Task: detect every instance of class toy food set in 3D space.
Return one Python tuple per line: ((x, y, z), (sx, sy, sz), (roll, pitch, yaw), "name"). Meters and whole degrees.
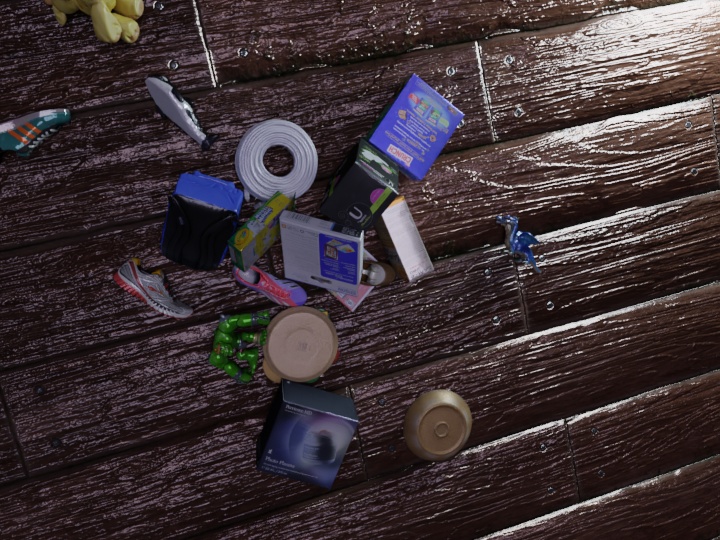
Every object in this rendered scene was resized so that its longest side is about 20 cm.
((-0.149, 0.188, 1.506), (0.196, 0.049, 0.202), (-2, 96, -12), "toy food set")

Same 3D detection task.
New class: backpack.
((-0.361, -0.110, 1.373), (0.161, 0.168, 0.201), (19, 124, -10), "backpack")

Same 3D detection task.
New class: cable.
((-0.202, -0.263, 1.436), (0.198, 0.069, 0.202), (-17, 99, -10), "cable")

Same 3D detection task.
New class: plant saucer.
((0.215, 0.427, 1.616), (0.198, 0.035, 0.202), (-1, 97, -12), "plant saucer")

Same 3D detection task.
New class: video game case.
((-0.047, -0.012, 1.522), (0.200, 0.017, 0.143), (42, 87, -13), "video game case")

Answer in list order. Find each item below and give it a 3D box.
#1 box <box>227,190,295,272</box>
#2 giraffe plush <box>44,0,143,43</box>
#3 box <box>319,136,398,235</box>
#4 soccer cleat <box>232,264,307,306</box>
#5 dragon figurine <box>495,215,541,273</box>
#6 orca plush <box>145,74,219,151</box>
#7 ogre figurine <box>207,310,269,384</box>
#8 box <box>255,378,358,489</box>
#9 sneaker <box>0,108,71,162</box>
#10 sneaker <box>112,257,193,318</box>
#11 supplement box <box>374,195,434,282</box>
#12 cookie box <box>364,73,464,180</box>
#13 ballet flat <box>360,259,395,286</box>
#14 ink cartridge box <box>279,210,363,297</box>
((-0.223, -0.099, 1.390), (0.048, 0.118, 0.200), (38, 66, 11), "box")
((-0.594, -0.590, 1.286), (0.161, 0.200, 0.174), (13, 97, 16), "giraffe plush")
((0.001, -0.196, 1.400), (0.124, 0.200, 0.149), (34, 115, -13), "box")
((-0.222, 0.038, 1.459), (0.199, 0.076, 0.067), (28, 91, -12), "soccer cleat")
((0.439, -0.071, 1.600), (0.199, 0.059, 0.100), (31, 89, -12), "dragon figurine")
((-0.402, -0.379, 1.381), (0.200, 0.105, 0.071), (39, 53, -3), "orca plush")
((-0.300, 0.182, 1.450), (0.119, 0.099, 0.201), (14, 131, -15), "ogre figurine")
((-0.135, 0.404, 1.478), (0.199, 0.123, 0.200), (19, 101, -14), "box")
((-0.732, -0.299, 1.322), (0.199, 0.071, 0.080), (-20, 104, -4), "sneaker")
((-0.478, 0.045, 1.405), (0.199, 0.078, 0.082), (37, 86, -13), "sneaker")
((0.098, -0.080, 1.491), (0.073, 0.126, 0.201), (-26, 100, -9), "supplement box")
((0.131, -0.355, 1.495), (0.171, 0.075, 0.201), (35, 88, -14), "cookie box")
((0.000, 0.000, 1.487), (0.199, 0.072, 0.068), (16, 93, -13), "ballet flat")
((-0.090, -0.037, 1.402), (0.197, 0.201, 0.044), (15, 49, 10), "ink cartridge box")
